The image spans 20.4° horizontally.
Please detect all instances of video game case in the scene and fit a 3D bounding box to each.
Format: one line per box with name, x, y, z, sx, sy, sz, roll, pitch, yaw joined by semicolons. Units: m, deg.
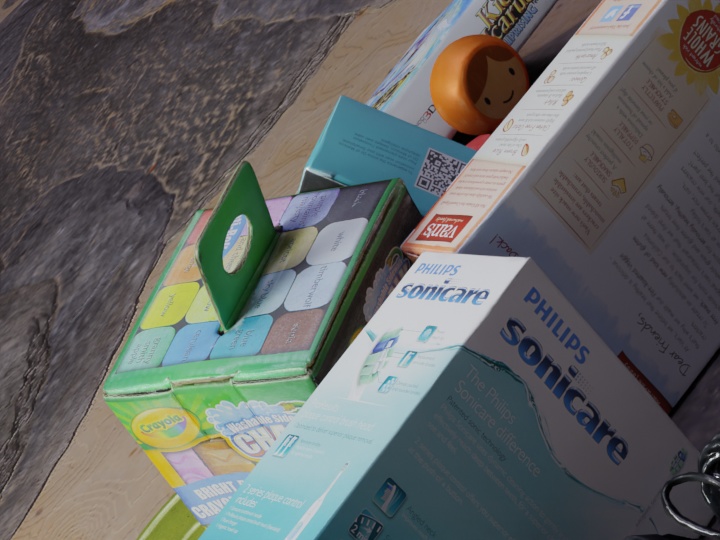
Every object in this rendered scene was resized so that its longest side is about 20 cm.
video game case;0.039;-0.107;1.235;0.182;0.045;0.200;-54;6;-22

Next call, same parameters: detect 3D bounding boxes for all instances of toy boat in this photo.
toy boat;0.088;-0.070;1.045;0.199;0.131;0.131;-28;27;35

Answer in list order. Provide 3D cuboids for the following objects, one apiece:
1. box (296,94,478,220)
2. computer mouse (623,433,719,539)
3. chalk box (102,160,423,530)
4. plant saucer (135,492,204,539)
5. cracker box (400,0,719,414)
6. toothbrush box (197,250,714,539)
box;0.000;0.000;1.012;0.200;0.082;0.049;111;-179;-57
computer mouse;0.100;0.156;0.717;0.199;0.053;0.139;-34;41;4
chalk box;-0.026;0.044;0.921;0.123;0.201;0.125;-8;39;35
plant saucer;-0.074;0.154;1.062;0.200;0.031;0.200;-37;23;19
cracker box;0.130;-0.037;0.910;0.200;0.134;0.058;-50;23;-16
toothbrush box;0.033;0.113;0.798;0.200;0.146;0.085;-52;25;-17
